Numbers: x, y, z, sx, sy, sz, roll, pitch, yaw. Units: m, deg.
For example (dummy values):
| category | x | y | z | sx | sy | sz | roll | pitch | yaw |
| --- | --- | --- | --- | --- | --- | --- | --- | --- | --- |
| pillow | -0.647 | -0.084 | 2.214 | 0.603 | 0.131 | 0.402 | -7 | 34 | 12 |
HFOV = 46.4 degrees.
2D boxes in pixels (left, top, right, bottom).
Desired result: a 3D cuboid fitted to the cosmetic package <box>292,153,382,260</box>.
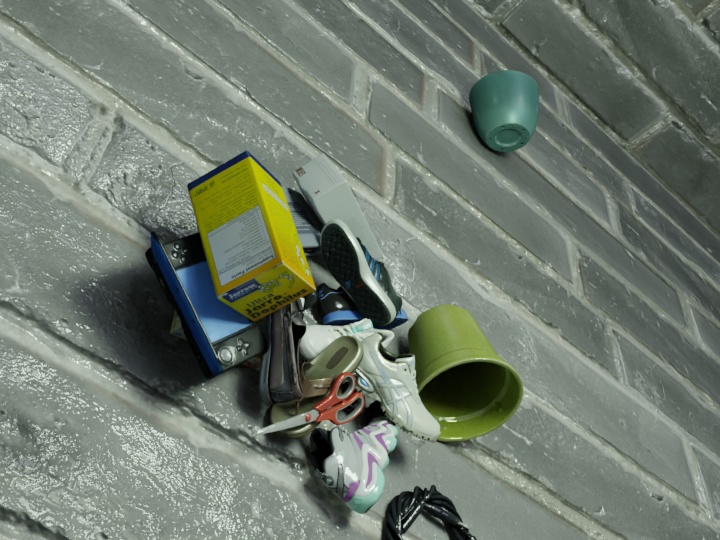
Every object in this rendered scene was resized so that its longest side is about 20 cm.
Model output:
| category | x | y | z | sx | sy | sz | roll | pitch | yaw |
| --- | --- | --- | --- | --- | --- | --- | --- | --- | --- |
| cosmetic package | -0.038 | -0.098 | 1.488 | 0.102 | 0.074 | 0.200 | 53 | -8 | 43 |

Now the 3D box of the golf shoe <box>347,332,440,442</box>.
| category | x | y | z | sx | sy | sz | roll | pitch | yaw |
| --- | --- | --- | --- | --- | --- | --- | --- | --- | --- |
| golf shoe | 0.065 | 0.183 | 1.323 | 0.200 | 0.097 | 0.078 | 42 | 7 | -5 |

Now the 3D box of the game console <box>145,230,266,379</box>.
| category | x | y | z | sx | sy | sz | roll | pitch | yaw |
| --- | --- | --- | --- | --- | --- | --- | --- | --- | --- |
| game console | -0.201 | 0.034 | 1.145 | 0.170 | 0.118 | 0.201 | -24 | 87 | -48 |

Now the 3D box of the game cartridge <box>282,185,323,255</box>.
| category | x | y | z | sx | sy | sz | roll | pitch | yaw |
| --- | --- | --- | --- | --- | --- | --- | --- | --- | --- |
| game cartridge | -0.131 | -0.085 | 1.393 | 0.134 | 0.041 | 0.200 | 61 | 23 | 10 |

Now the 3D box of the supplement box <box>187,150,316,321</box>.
| category | x | y | z | sx | sy | sz | roll | pitch | yaw |
| --- | --- | --- | --- | --- | --- | --- | --- | --- | --- |
| supplement box | -0.157 | -0.049 | 1.207 | 0.110 | 0.108 | 0.201 | 43 | 24 | -59 |

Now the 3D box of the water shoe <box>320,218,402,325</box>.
| category | x | y | z | sx | sy | sz | roll | pitch | yaw |
| --- | --- | --- | --- | --- | --- | --- | --- | --- | --- |
| water shoe | 0.000 | 0.000 | 1.432 | 0.201 | 0.071 | 0.079 | 61 | 30 | -6 |

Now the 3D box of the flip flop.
| category | x | y | z | sx | sy | sz | roll | pitch | yaw |
| --- | --- | --- | --- | --- | --- | --- | --- | --- | --- |
| flip flop | -0.066 | 0.162 | 1.243 | 0.081 | 0.058 | 0.200 | 23 | 55 | 30 |

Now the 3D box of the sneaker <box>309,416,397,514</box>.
| category | x | y | z | sx | sy | sz | roll | pitch | yaw |
| --- | --- | --- | --- | --- | --- | --- | --- | --- | --- |
| sneaker | -0.023 | 0.255 | 1.256 | 0.140 | 0.078 | 0.200 | 35 | 23 | -7 |

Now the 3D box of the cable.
| category | x | y | z | sx | sy | sz | roll | pitch | yaw |
| --- | --- | --- | --- | --- | --- | --- | --- | --- | --- |
| cable | 0.110 | 0.407 | 1.287 | 0.199 | 0.051 | 0.164 | 10 | 50 | -45 |

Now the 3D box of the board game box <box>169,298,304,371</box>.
| category | x | y | z | sx | sy | sz | roll | pitch | yaw |
| --- | --- | --- | --- | --- | --- | --- | --- | --- | --- |
| board game box | -0.179 | 0.067 | 1.262 | 0.199 | 0.034 | 0.135 | 28 | 51 | -32 |

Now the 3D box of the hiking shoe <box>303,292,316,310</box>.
| category | x | y | z | sx | sy | sz | roll | pitch | yaw |
| --- | --- | --- | --- | --- | --- | --- | --- | --- | --- |
| hiking shoe | -0.161 | -0.006 | 1.363 | 0.200 | 0.076 | 0.101 | 35 | 22 | -33 |

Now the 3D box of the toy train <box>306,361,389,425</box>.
| category | x | y | z | sx | sy | sz | roll | pitch | yaw |
| --- | --- | --- | --- | --- | --- | --- | --- | --- | --- |
| toy train | -0.018 | 0.201 | 1.339 | 0.200 | 0.046 | 0.034 | 34 | 36 | -24 |

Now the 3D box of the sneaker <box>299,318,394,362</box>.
| category | x | y | z | sx | sy | sz | roll | pitch | yaw |
| --- | --- | --- | --- | --- | --- | --- | --- | --- | --- |
| sneaker | -0.022 | 0.108 | 1.374 | 0.200 | 0.088 | 0.076 | 10 | 50 | -54 |

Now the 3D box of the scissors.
| category | x | y | z | sx | sy | sz | roll | pitch | yaw |
| --- | --- | --- | --- | --- | --- | --- | --- | --- | --- |
| scissors | -0.065 | 0.211 | 1.191 | 0.200 | 0.014 | 0.074 | -30 | 115 | -43 |

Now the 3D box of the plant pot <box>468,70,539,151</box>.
| category | x | y | z | sx | sy | sz | roll | pitch | yaw |
| --- | --- | --- | --- | --- | --- | --- | --- | --- | --- |
| plant pot | 0.410 | -0.435 | 2.373 | 0.200 | 0.200 | 0.162 | 25 | 52 | -34 |

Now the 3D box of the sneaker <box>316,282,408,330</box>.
| category | x | y | z | sx | sy | sz | roll | pitch | yaw |
| --- | --- | --- | --- | --- | --- | --- | --- | --- | --- |
| sneaker | 0.005 | 0.062 | 1.484 | 0.199 | 0.070 | 0.078 | 7 | 59 | -46 |

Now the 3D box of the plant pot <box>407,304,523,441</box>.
| category | x | y | z | sx | sy | sz | roll | pitch | yaw |
| --- | --- | --- | --- | --- | --- | --- | --- | --- | --- |
| plant pot | 0.166 | 0.166 | 1.490 | 0.200 | 0.200 | 0.185 | 29 | 27 | -30 |

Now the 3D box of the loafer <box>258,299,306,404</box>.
| category | x | y | z | sx | sy | sz | roll | pitch | yaw |
| --- | --- | --- | --- | --- | --- | --- | --- | --- | --- |
| loafer | -0.102 | 0.101 | 1.233 | 0.072 | 0.063 | 0.201 | 59 | 31 | -56 |
